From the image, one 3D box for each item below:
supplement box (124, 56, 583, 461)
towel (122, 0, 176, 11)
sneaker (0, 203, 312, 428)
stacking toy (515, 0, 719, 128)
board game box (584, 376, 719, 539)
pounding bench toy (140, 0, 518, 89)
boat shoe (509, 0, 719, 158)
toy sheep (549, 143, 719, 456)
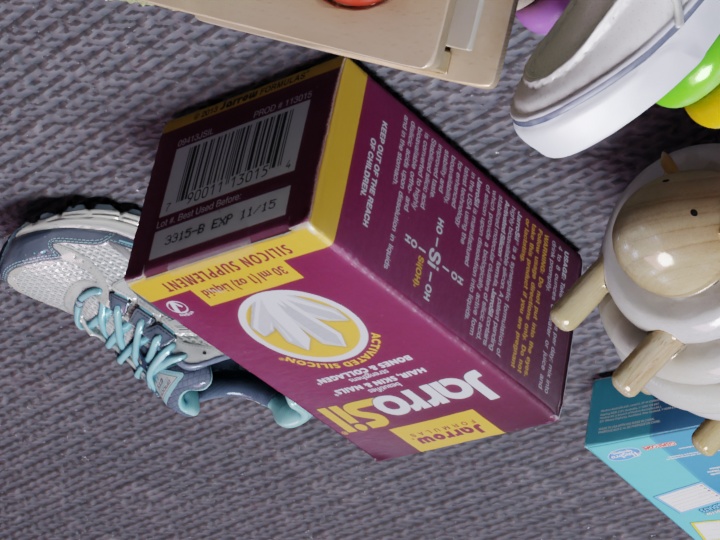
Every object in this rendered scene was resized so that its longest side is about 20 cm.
[{"bbox_3d":[0.000,0.000,1.164,0.130,0.104,0.200,-18,139,39],"label":"supplement box"},{"bbox_3d":[-0.089,-0.165,0.991,0.198,0.037,0.149,8,150,6],"label":"towel"},{"bbox_3d":[-0.104,0.028,1.263,0.198,0.087,0.078,15,149,-6],"label":"sneaker"},{"bbox_3d":[0.144,-0.093,0.950,0.199,0.086,0.085,34,144,-17],"label":"stacking toy"},{"bbox_3d":[0.245,0.115,1.321,0.150,0.047,0.200,-14,141,36],"label":"board game box"},{"bbox_3d":[-0.043,-0.151,0.833,0.198,0.125,0.156,15,-175,12],"label":"pounding bench toy"},{"bbox_3d":[0.112,-0.138,0.846,0.086,0.075,0.202,41,97,-25],"label":"boat shoe"},{"bbox_3d":[0.175,0.011,1.097,0.137,0.139,0.200,-7,158,29],"label":"toy sheep"}]
